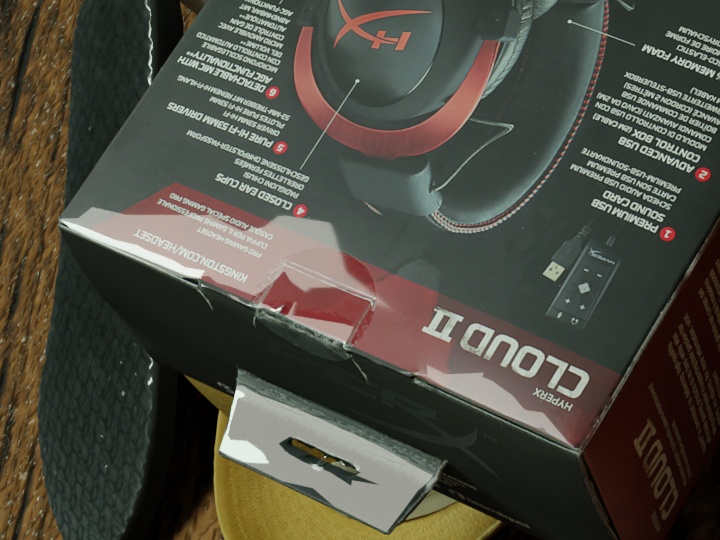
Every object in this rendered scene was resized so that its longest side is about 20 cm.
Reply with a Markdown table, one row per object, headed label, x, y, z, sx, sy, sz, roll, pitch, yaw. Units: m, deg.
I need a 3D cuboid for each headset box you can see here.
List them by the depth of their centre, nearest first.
| label | x | y | z | sx | sy | sz | roll | pitch | yaw |
| --- | --- | --- | --- | --- | --- | --- | --- | --- | --- |
| headset box | 0.035 | -0.032 | 0.632 | 0.148 | 0.075 | 0.200 | 22 | 69 | 27 |

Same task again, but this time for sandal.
| label | x | y | z | sx | sy | sz | roll | pitch | yaw |
| --- | --- | --- | --- | --- | --- | --- | --- | --- | --- |
| sandal | -0.069 | -0.001 | 0.876 | 0.075 | 0.045 | 0.201 | -11 | 73 | 52 |

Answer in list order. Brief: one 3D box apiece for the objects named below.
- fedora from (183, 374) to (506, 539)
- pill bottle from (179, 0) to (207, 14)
| label | x | y | z | sx | sy | sz | roll | pitch | yaw |
| --- | --- | --- | --- | --- | --- | --- | --- | --- | --- |
| fedora | 0.000 | 0.000 | 0.745 | 0.200 | 0.082 | 0.201 | -39 | 33 | 32 |
| pill bottle | -0.052 | -0.163 | 0.970 | 0.112 | 0.112 | 0.200 | -54 | 28 | 6 |
